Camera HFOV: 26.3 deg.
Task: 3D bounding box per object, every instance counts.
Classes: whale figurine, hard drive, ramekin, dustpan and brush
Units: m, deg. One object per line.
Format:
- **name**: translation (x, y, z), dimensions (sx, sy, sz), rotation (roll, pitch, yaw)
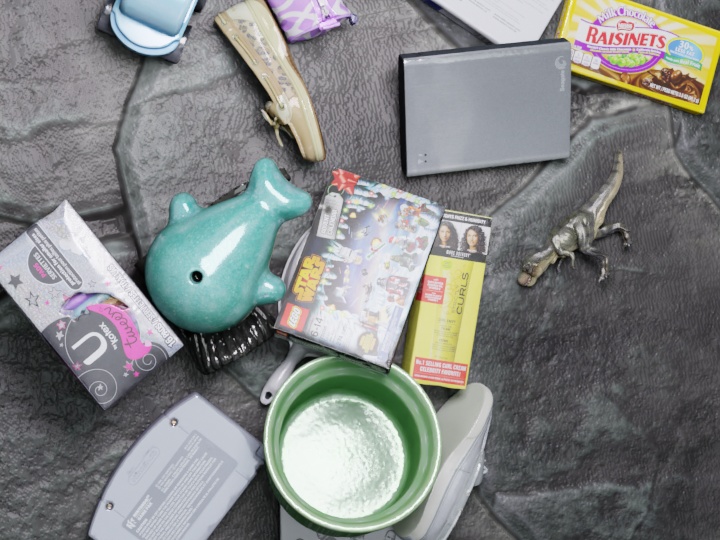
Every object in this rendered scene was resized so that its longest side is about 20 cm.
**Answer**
- **whale figurine**: translation (-0.141, -0.024, 1.630), dimensions (0.159, 0.104, 0.200), rotation (44, 96, 0)
- **hard drive**: translation (0.144, -0.188, 1.771), dimensions (0.198, 0.033, 0.141), rotation (-7, 114, -10)
- **ramekin**: translation (-0.015, 0.201, 1.720), dimensions (0.198, 0.098, 0.202), rotation (3, 70, -8)
- **dustpan and brush**: translation (-0.055, 0.067, 1.763), dimensions (0.139, 0.057, 0.201), rotation (34, 80, -4)

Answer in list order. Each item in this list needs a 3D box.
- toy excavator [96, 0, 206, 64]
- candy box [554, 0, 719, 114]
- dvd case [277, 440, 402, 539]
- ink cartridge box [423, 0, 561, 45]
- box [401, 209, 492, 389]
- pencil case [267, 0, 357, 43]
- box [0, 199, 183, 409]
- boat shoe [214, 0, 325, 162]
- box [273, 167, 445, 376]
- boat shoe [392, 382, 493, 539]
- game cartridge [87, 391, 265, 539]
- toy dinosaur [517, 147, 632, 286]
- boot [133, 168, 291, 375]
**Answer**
- **toy excavator**: translation (-0.198, -0.325, 1.637), dimensions (0.099, 0.200, 0.196), rotation (24, 88, -11)
- **candy box**: translation (0.327, -0.262, 1.827), dimensions (0.198, 0.026, 0.103), rotation (16, 86, -11)
- **dvd case**: translation (-0.022, 0.297, 1.788), dimensions (0.149, 0.025, 0.202), rotation (-1, 92, -10)
- **ink cartridge box**: translation (0.157, -0.375, 1.781), dimensions (0.199, 0.041, 0.201), rotation (32, 87, -12)
- **box**: translation (0.098, 0.032, 1.785), dimensions (0.075, 0.050, 0.202), rotation (10, 91, -11)
- **pencil case**: translation (-0.081, -0.351, 1.717), dimensions (0.083, 0.085, 0.201), rotation (-26, 96, -7)
- **box**: translation (-0.300, 0.036, 1.669), dimensions (0.115, 0.132, 0.200), rotation (-40, 98, -8)
- **boat shoe**: translation (-0.097, -0.208, 1.732), dimensions (0.062, 0.073, 0.201), rotation (-25, 86, -2)
- **box**: translation (0.000, 0.000, 1.713), dimensions (0.136, 0.040, 0.201), rotation (18, 73, 4)
- **boat shoe**: translation (0.107, 0.230, 1.793), dimensions (0.071, 0.070, 0.202), rotation (35, 77, -36)
- **game cartridge**: translation (-0.211, 0.244, 1.745), dimensions (0.133, 0.040, 0.200), rotation (39, 85, -13)
- **toy dinosaur**: translation (0.273, -0.043, 1.819), dimensions (0.088, 0.047, 0.200), rotation (42, 82, -3)
- **boot**: translation (-0.131, 0.001, 1.724), dimensions (0.210, 0.079, 0.158), rotation (-36, 91, 4)
